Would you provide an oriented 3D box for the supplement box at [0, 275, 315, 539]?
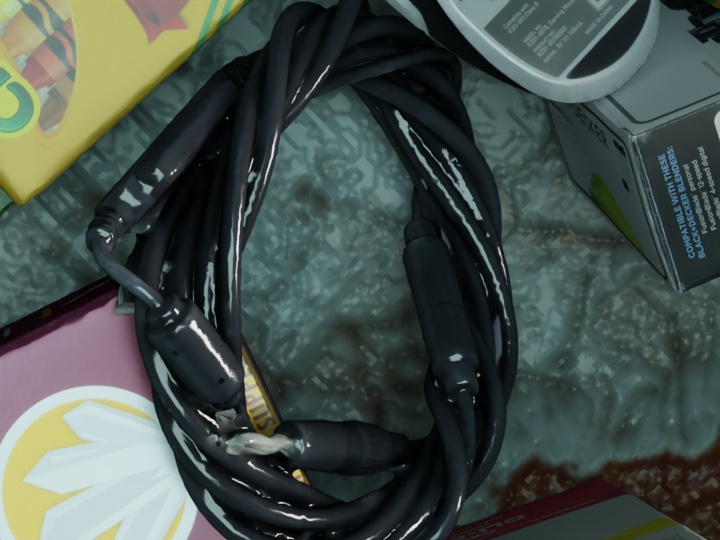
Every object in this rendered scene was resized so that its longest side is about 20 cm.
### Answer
[{"bbox_3d":[-0.120,0.083,0.973,0.199,0.086,0.111,-27,95,-5],"label":"supplement box"}]

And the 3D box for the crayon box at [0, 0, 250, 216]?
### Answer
[{"bbox_3d":[-0.104,-0.112,0.985,0.200,0.051,0.127,-44,97,-3],"label":"crayon box"}]

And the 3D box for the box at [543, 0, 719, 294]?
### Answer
[{"bbox_3d":[0.167,-0.073,0.985,0.199,0.117,0.060,-22,115,-7],"label":"box"}]

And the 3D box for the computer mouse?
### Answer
[{"bbox_3d":[0.010,-0.127,0.953,0.200,0.044,0.110,46,65,-1],"label":"computer mouse"}]

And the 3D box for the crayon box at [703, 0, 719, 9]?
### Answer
[{"bbox_3d":[0.162,-0.131,0.941,0.126,0.200,0.052,-38,116,-4],"label":"crayon box"}]

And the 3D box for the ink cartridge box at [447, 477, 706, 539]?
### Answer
[{"bbox_3d":[0.081,0.156,0.944,0.083,0.200,0.146,-17,94,-6],"label":"ink cartridge box"}]

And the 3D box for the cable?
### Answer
[{"bbox_3d":[0.000,0.000,0.951,0.163,0.051,0.200,55,42,-16],"label":"cable"}]
